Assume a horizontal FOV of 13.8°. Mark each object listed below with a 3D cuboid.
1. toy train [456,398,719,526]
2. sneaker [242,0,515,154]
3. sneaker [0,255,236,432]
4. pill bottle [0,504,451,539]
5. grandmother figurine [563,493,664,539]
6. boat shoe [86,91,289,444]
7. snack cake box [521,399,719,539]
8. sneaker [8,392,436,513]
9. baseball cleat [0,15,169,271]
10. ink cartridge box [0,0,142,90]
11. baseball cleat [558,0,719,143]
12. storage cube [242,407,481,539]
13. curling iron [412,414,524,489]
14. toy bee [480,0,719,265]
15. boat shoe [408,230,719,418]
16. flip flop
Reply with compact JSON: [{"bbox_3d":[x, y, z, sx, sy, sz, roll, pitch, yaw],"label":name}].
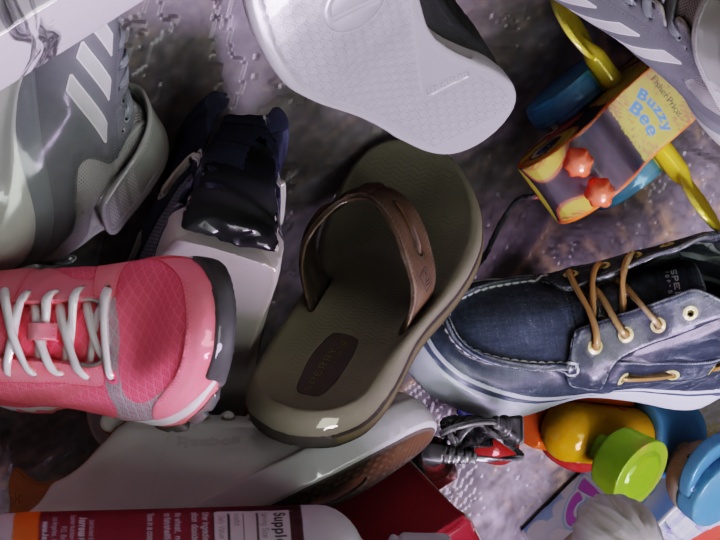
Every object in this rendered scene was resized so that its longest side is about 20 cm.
[{"bbox_3d":[0.102,0.076,1.465,0.199,0.116,0.085,9,113,-48],"label":"toy train"},{"bbox_3d":[-0.011,-0.124,1.300,0.071,0.099,0.200,-41,147,12],"label":"sneaker"},{"bbox_3d":[-0.132,0.033,1.268,0.086,0.200,0.074,4,82,-40],"label":"sneaker"},{"bbox_3d":[-0.060,0.157,1.257,0.199,0.113,0.114,-1,120,-4],"label":"pill bottle"},{"bbox_3d":[0.070,0.188,1.356,0.200,0.060,0.121,-53,158,-1],"label":"grandmother figurine"},{"bbox_3d":[-0.074,0.005,1.367,0.074,0.093,0.200,17,142,-11],"label":"boat shoe"},{"bbox_3d":[0.199,0.118,1.601,0.200,0.067,0.115,-44,132,-1],"label":"snack cake box"},{"bbox_3d":[-0.068,0.081,1.335,0.199,0.085,0.073,-22,164,0],"label":"sneaker"},{"bbox_3d":[-0.124,-0.093,1.291,0.106,0.070,0.201,-3,126,-42],"label":"baseball cleat"},{"bbox_3d":[-0.154,-0.156,1.167,0.199,0.083,0.147,-34,86,-10],"label":"ink cartridge box"},{"bbox_3d":[0.139,-0.129,1.327,0.200,0.106,0.070,40,81,-3],"label":"baseball cleat"},{"bbox_3d":[-0.031,0.184,1.434,0.179,0.171,0.200,-35,129,-10],"label":"storage cube"},{"bbox_3d":[0.045,0.093,1.435,0.049,0.200,0.026,-3,80,-5],"label":"curling iron"},{"bbox_3d":[0.121,-0.055,1.410,0.131,0.109,0.201,31,89,-11],"label":"toy bee"},{"bbox_3d":[0.117,0.019,1.403,0.199,0.071,0.091,1,148,-34],"label":"boat shoe"},{"bbox_3d":[0.000,0.000,1.343,0.200,0.081,0.058,-59,148,-46],"label":"flip flop"}]
